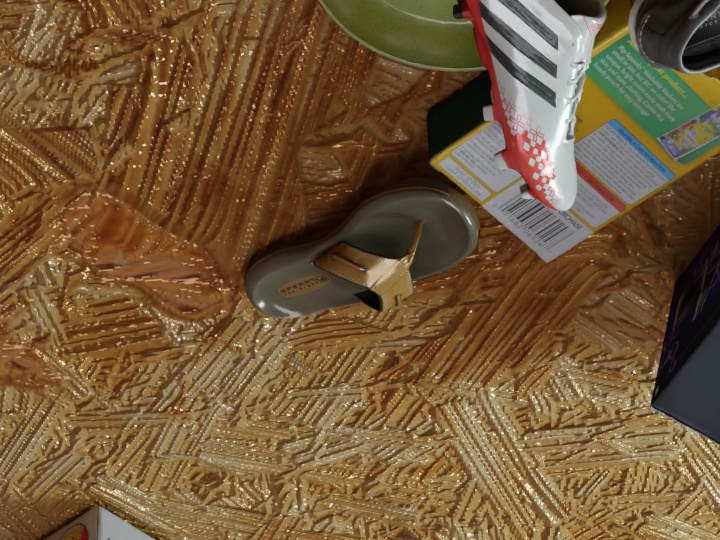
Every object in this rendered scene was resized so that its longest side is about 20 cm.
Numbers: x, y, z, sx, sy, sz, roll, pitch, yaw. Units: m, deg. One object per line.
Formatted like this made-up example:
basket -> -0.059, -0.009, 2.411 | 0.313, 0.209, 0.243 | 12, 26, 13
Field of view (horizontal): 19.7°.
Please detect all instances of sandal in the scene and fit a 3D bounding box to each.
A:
sandal -> 0.000, 0.000, 1.404 | 0.199, 0.054, 0.080 | -23, 131, 34

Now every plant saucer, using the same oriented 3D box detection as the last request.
plant saucer -> 0.064, -0.206, 1.237 | 0.198, 0.031, 0.201 | -1, 136, -1

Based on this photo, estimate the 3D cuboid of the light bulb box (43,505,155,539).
light bulb box -> -0.209, 0.322, 1.685 | 0.198, 0.125, 0.200 | -33, 129, 27

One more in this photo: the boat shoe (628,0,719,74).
boat shoe -> 0.256, -0.163, 1.226 | 0.199, 0.057, 0.067 | -23, 123, -9

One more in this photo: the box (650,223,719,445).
box -> 0.278, 0.002, 1.367 | 0.078, 0.142, 0.201 | 26, 130, -7

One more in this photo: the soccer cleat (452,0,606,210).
soccer cleat -> 0.111, -0.123, 1.235 | 0.084, 0.069, 0.201 | -11, 119, 17

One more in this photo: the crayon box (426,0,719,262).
crayon box -> 0.157, -0.102, 1.329 | 0.199, 0.052, 0.126 | -33, 127, 28
